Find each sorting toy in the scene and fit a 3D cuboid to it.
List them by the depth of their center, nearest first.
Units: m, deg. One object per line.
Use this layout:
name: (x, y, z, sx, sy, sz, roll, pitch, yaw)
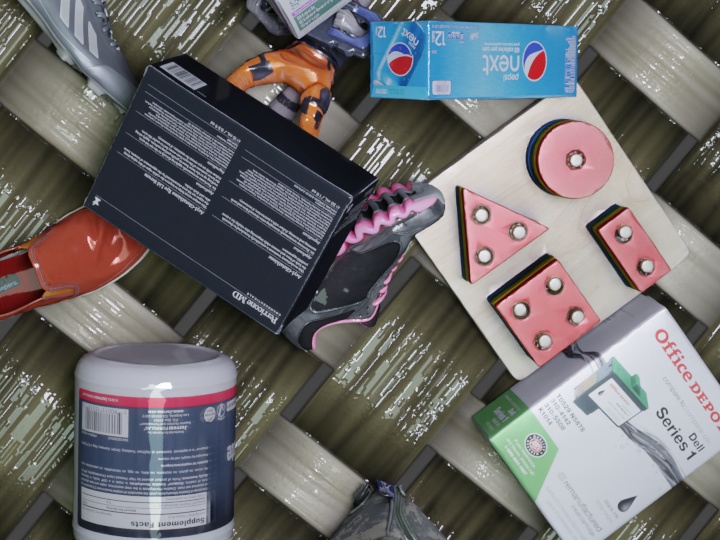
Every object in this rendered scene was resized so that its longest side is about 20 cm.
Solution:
sorting toy: (0.169, -0.034, 1.376, 0.200, 0.070, 0.199, -36, 99, -1)

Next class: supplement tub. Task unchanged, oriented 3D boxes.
supplement tub: (-0.178, 0.170, 1.327, 0.140, 0.140, 0.201, 1, 97, -6)

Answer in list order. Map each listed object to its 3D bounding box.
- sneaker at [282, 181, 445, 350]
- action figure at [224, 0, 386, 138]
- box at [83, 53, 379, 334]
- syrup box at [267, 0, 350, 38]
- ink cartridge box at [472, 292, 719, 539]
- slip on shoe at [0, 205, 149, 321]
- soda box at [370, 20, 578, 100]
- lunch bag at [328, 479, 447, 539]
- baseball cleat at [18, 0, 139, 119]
sneaker: (0.000, 0.000, 1.358, 0.200, 0.079, 0.096, -33, 107, 14)
action figure: (-0.066, -0.199, 1.337, 0.200, 0.105, 0.194, 35, 85, 18)
box: (-0.108, -0.065, 1.273, 0.200, 0.079, 0.141, 34, 112, 7)
syrup box: (-0.082, -0.297, 1.270, 0.079, 0.081, 0.200, -36, 72, 0)
ink cartridge box: (0.227, 0.138, 1.396, 0.200, 0.084, 0.146, -37, 100, 0)
slip on shoe: (-0.267, -0.005, 1.336, 0.199, 0.061, 0.074, -23, 97, -4)
soda box: (0.099, -0.177, 1.298, 0.199, 0.068, 0.065, -6, 100, -46)
lunch bag: (0.043, 0.304, 1.361, 0.139, 0.168, 0.200, -36, 102, 31)
baseball cleat: (-0.235, -0.230, 1.308, 0.106, 0.070, 0.200, -42, 100, 0)
